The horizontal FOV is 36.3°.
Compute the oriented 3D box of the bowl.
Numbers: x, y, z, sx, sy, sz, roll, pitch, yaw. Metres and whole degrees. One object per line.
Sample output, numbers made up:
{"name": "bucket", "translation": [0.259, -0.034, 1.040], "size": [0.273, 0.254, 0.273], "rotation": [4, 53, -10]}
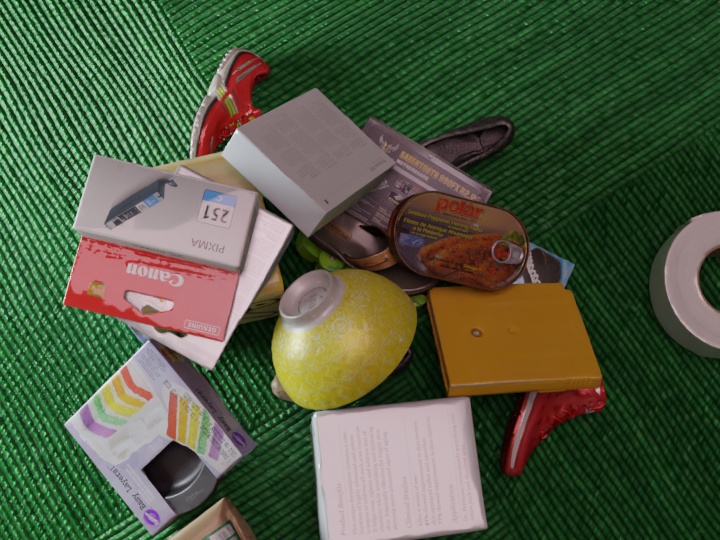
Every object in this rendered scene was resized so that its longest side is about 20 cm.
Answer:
{"name": "bowl", "translation": [-0.041, 0.064, 1.373], "size": [0.200, 0.200, 0.108], "rotation": [-47, 124, -12]}

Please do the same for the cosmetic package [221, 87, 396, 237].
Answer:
{"name": "cosmetic package", "translation": [-0.061, -0.142, 1.397], "size": [0.151, 0.052, 0.200], "rotation": [42, 36, 6]}

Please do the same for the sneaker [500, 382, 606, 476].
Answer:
{"name": "sneaker", "translation": [0.268, 0.195, 1.481], "size": [0.115, 0.078, 0.201], "rotation": [21, 78, 2]}

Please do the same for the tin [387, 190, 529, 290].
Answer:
{"name": "tin", "translation": [0.129, -0.039, 1.448], "size": [0.199, 0.042, 0.112], "rotation": [14, 90, -21]}

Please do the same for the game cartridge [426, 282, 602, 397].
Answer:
{"name": "game cartridge", "translation": [0.197, 0.088, 1.440], "size": [0.199, 0.033, 0.177], "rotation": [-1, 44, -8]}

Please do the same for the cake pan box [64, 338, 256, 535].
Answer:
{"name": "cake pan box", "translation": [-0.257, 0.215, 1.415], "size": [0.184, 0.052, 0.200], "rotation": [-41, 84, 21]}

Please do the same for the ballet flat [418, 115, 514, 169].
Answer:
{"name": "ballet flat", "translation": [0.122, -0.167, 1.547], "size": [0.199, 0.057, 0.067], "rotation": [-27, 85, 3]}

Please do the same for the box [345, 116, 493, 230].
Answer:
{"name": "box", "translation": [0.058, -0.094, 1.513], "size": [0.200, 0.048, 0.159], "rotation": [31, 100, 1]}

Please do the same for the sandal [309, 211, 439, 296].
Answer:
{"name": "sandal", "translation": [0.017, -0.033, 1.460], "size": [0.200, 0.055, 0.082], "rotation": [33, 66, 2]}

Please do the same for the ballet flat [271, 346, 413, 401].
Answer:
{"name": "ballet flat", "translation": [-0.025, 0.128, 1.487], "size": [0.199, 0.057, 0.067], "rotation": [-16, 78, -7]}

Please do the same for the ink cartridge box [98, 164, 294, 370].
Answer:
{"name": "ink cartridge box", "translation": [-0.194, -0.003, 1.322], "size": [0.160, 0.047, 0.201], "rotation": [28, 83, 3]}

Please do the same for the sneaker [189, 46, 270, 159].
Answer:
{"name": "sneaker", "translation": [-0.183, -0.219, 1.546], "size": [0.085, 0.077, 0.201], "rotation": [22, 77, -4]}

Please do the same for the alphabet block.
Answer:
{"name": "alphabet block", "translation": [-0.216, -0.026, 1.441], "size": [0.199, 0.195, 0.197], "rotation": [-13, 81, -7]}

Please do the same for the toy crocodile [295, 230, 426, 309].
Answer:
{"name": "toy crocodile", "translation": [0.000, 0.000, 1.511], "size": [0.199, 0.068, 0.062], "rotation": [26, 70, 2]}

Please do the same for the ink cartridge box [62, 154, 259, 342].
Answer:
{"name": "ink cartridge box", "translation": [-0.234, -0.026, 1.278], "size": [0.199, 0.045, 0.177], "rotation": [13, 79, 1]}

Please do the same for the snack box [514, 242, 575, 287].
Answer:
{"name": "snack box", "translation": [0.203, 0.056, 1.527], "size": [0.116, 0.037, 0.201], "rotation": [26, 77, 2]}

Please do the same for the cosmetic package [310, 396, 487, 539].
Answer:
{"name": "cosmetic package", "translation": [0.042, 0.260, 1.406], "size": [0.199, 0.166, 0.168], "rotation": [-5, 78, -5]}

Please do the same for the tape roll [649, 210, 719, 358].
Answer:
{"name": "tape roll", "translation": [0.510, 0.020, 1.538], "size": [0.201, 0.071, 0.203], "rotation": [1, 78, -3]}

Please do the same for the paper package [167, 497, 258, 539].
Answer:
{"name": "paper package", "translation": [-0.214, 0.381, 1.351], "size": [0.200, 0.191, 0.104], "rotation": [-35, 82, -11]}
